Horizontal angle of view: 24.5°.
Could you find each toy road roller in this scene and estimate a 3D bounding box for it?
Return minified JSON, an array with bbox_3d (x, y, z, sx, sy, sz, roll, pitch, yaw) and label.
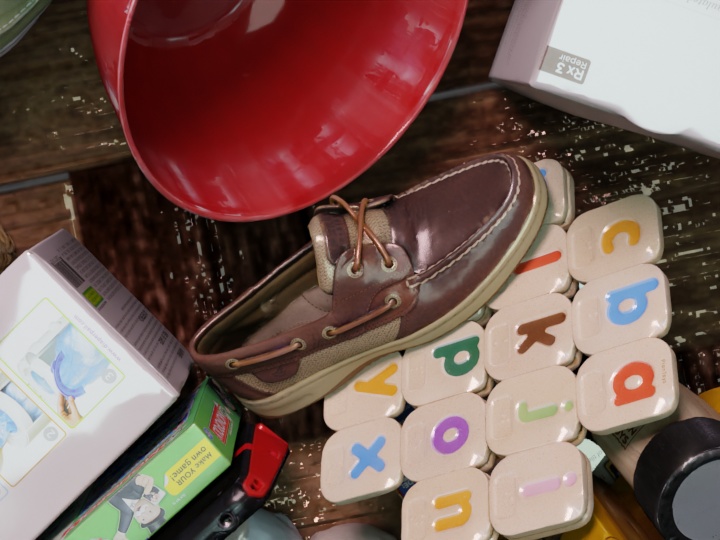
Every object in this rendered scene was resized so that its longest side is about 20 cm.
[{"bbox_3d":[0.140,0.145,0.807,0.146,0.123,0.200,34,100,-26],"label":"toy road roller"}]

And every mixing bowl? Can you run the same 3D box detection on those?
[{"bbox_3d":[-0.056,-0.137,0.796,0.200,0.200,0.108,-52,52,4],"label":"mixing bowl"}]

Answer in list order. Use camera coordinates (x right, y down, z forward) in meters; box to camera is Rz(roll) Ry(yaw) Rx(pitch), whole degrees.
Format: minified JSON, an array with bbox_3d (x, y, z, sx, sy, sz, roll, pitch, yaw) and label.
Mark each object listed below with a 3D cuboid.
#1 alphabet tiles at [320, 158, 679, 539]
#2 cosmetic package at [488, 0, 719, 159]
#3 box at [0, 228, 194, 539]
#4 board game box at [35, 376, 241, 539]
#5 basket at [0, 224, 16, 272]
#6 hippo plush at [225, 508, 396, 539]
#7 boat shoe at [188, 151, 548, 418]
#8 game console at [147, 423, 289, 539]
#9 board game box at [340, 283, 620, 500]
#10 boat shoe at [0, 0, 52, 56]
[{"bbox_3d":[0.064,0.042,0.812,0.195,0.201,0.015,-21,141,30],"label":"alphabet tiles"},{"bbox_3d":[0.131,-0.107,0.784,0.112,0.200,0.081,19,96,-5],"label":"cosmetic package"},{"bbox_3d":[-0.191,0.087,0.835,0.200,0.113,0.101,-44,96,3],"label":"box"},{"bbox_3d":[-0.144,0.139,0.833,0.200,0.135,0.029,-42,97,3],"label":"board game box"},{"bbox_3d":[-0.278,-0.052,0.797,0.142,0.149,0.201,-26,98,0],"label":"basket"},{"bbox_3d":[-0.039,0.229,0.834,0.159,0.161,0.201,-11,97,-2],"label":"hippo plush"},{"bbox_3d":[0.000,0.000,0.829,0.200,0.072,0.072,-32,137,19],"label":"boat shoe"},{"bbox_3d":[-0.116,0.157,0.814,0.200,0.177,0.031,-42,95,2],"label":"game console"},{"bbox_3d":[0.106,0.110,0.885,0.151,0.046,0.200,-34,97,1],"label":"board game box"},{"bbox_3d":[-0.154,-0.176,0.801,0.072,0.062,0.200,41,74,-28],"label":"boat shoe"}]
